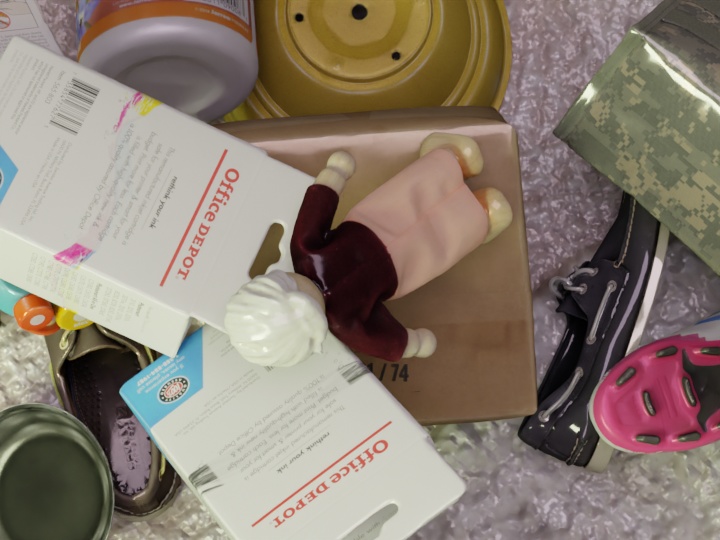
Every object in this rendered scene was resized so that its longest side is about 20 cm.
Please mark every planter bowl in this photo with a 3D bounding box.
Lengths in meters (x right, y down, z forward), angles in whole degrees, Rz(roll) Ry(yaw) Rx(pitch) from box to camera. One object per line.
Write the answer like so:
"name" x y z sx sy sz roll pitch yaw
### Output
"planter bowl" -0.001 -0.153 1.521 0.200 0.083 0.201 0 79 0

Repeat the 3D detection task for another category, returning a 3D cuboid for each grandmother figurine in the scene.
"grandmother figurine" 0.003 -0.003 1.315 0.200 0.061 0.121 -32 87 -42

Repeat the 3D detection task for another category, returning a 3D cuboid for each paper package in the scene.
"paper package" 0.000 0.000 1.455 0.199 0.103 0.191 -5 99 -1

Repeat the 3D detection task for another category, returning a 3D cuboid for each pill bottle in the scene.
"pill bottle" -0.124 -0.199 1.504 0.112 0.112 0.201 -4 61 -1

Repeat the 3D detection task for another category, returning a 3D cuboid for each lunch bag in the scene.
"lunch bag" 0.242 -0.100 1.472 0.164 0.118 0.200 41 38 7

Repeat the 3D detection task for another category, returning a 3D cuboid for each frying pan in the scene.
"frying pan" -0.212 0.170 1.454 0.115 0.031 0.190 32 101 23

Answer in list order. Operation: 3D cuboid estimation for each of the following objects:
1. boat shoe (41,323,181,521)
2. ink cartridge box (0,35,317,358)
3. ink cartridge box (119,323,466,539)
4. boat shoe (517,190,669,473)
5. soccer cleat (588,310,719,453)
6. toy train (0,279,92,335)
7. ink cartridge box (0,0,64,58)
"boat shoe" -0.160 0.056 1.488 0.072 0.060 0.201 -16 79 -3
"ink cartridge box" -0.130 -0.032 1.337 0.200 0.068 0.115 25 63 -2
"ink cartridge box" -0.030 0.107 1.313 0.116 0.067 0.200 -36 50 -9
"boat shoe" 0.147 0.022 1.492 0.063 0.073 0.201 15 83 0
"soccer cleat" 0.221 0.061 1.468 0.200 0.086 0.070 -24 88 -18
"toy train" -0.193 -0.036 1.470 0.150 0.056 0.200 29 47 5
"ink cartridge box" -0.251 -0.106 1.435 0.161 0.050 0.200 -9 52 -31
